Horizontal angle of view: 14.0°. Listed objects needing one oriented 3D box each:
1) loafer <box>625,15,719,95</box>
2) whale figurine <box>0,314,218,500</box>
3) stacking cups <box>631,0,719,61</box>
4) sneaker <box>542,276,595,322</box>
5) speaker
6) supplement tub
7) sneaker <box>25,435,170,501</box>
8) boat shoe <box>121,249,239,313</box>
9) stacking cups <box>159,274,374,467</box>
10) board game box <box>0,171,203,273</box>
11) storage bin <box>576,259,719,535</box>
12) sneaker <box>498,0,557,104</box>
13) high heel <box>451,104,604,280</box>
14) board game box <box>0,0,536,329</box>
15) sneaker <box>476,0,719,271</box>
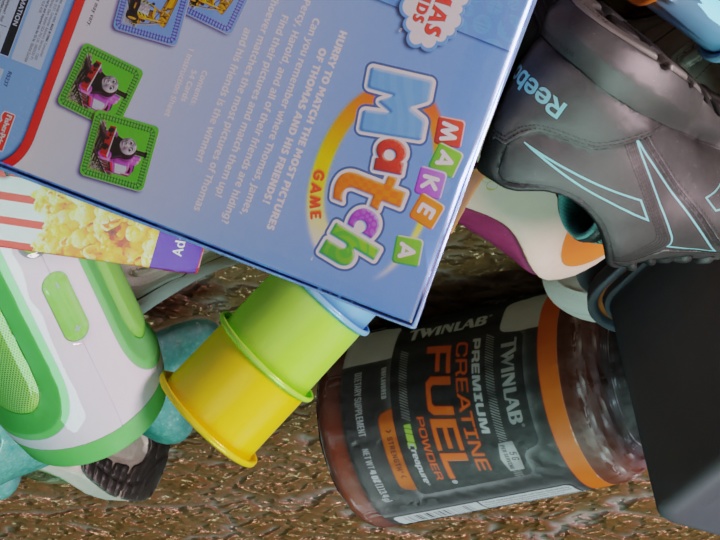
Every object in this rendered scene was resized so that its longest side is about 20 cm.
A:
[{"bbox_3d":[0.154,-0.084,1.234,0.070,0.070,0.199,21,147,-38],"label":"loafer"},{"bbox_3d":[-0.163,0.060,1.469,0.199,0.104,0.160,7,120,-25],"label":"whale figurine"},{"bbox_3d":[0.132,-0.109,1.119,0.199,0.061,0.060,29,145,-22],"label":"stacking cups"},{"bbox_3d":[0.163,-0.040,1.344,0.199,0.075,0.100,-23,140,25],"label":"sneaker"},{"bbox_3d":[-0.153,-0.010,1.293,0.088,0.089,0.201,-9,128,18],"label":"speaker"},{"bbox_3d":[0.084,0.066,1.515,0.199,0.108,0.107,-14,152,26],"label":"supplement tub"},{"bbox_3d":[-0.199,0.079,1.593,0.088,0.077,0.200,-5,154,42],"label":"sneaker"},{"bbox_3d":[-0.092,-0.026,1.358,0.199,0.072,0.066,-14,148,26],"label":"boat shoe"},{"bbox_3d":[0.000,0.000,1.309,0.200,0.061,0.060,-44,143,8],"label":"stacking cups"},{"bbox_3d":[-0.145,-0.086,1.167,0.199,0.046,0.152,8,119,-17],"label":"board game box"},{"bbox_3d":[0.200,0.058,1.305,0.199,0.135,0.146,19,139,-27],"label":"storage bin"},{"bbox_3d":[0.000,-0.089,1.223,0.199,0.076,0.114,-15,151,17],"label":"sneaker"},{"bbox_3d":[0.043,-0.048,1.193,0.199,0.096,0.068,-1,127,-51],"label":"high heel"},{"bbox_3d":[-0.046,-0.085,1.073,0.199,0.152,0.037,21,-178,1],"label":"board game box"},{"bbox_3d":[0.121,-0.038,1.155,0.200,0.075,0.079,30,101,-41],"label":"sneaker"}]
